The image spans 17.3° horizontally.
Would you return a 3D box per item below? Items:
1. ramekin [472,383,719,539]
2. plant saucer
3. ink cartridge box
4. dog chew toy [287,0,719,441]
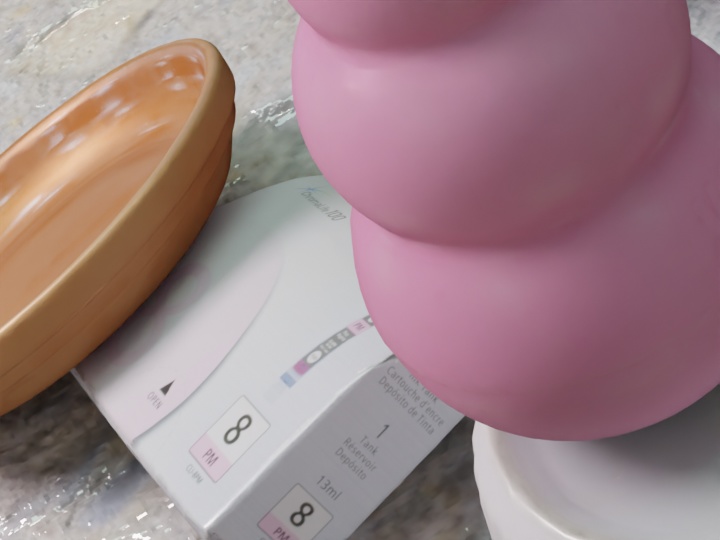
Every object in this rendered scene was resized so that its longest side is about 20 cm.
[{"bbox_3d":[0.124,0.051,0.700,0.202,0.094,0.203,-19,39,16],"label":"ramekin"},{"bbox_3d":[-0.120,-0.008,0.905,0.200,0.037,0.200,-35,21,16],"label":"plant saucer"},{"bbox_3d":[0.000,0.000,0.819,0.200,0.057,0.163,-48,30,-1],"label":"ink cartridge box"},{"bbox_3d":[0.039,-0.048,0.626,0.124,0.200,0.125,-18,39,15],"label":"dog chew toy"}]
